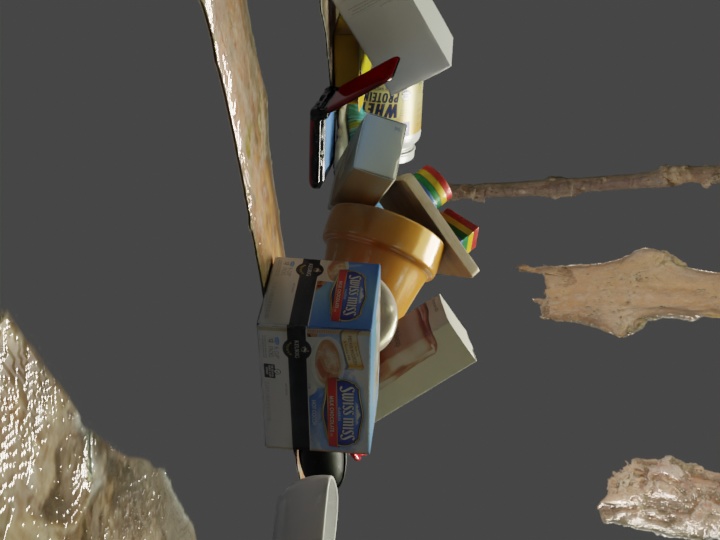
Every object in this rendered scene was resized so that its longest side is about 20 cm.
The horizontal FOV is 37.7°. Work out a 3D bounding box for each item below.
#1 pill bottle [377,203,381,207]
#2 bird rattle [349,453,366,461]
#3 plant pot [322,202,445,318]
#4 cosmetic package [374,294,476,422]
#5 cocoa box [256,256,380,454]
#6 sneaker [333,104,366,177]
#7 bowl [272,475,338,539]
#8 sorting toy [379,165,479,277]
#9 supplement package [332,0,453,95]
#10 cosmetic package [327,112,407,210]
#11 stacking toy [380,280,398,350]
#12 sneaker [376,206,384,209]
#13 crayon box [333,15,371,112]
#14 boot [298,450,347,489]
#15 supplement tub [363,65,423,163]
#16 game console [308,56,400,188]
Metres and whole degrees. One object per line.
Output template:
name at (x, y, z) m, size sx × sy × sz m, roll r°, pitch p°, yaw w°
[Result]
pill bottle at (0.032, -0.130, 2.221) m, size 0.109 × 0.109 × 0.200 m, roll -72°, pitch 165°, yaw -73°
bird rattle at (-0.034, 0.272, 2.024) m, size 0.163 × 0.113 × 0.200 m, roll 49°, pitch 57°, yaw -67°
plant pot at (0.016, 0.014, 1.728) m, size 0.200 × 0.200 × 0.183 m, roll 78°, pitch 31°, yaw -74°
cosmetic package at (0.067, 0.137, 1.627) m, size 0.087 × 0.200 × 0.103 m, roll 54°, pitch 9°, yaw -22°
cocoa box at (-0.044, 0.103, 1.260) m, size 0.133 × 0.131 × 0.200 m, roll -81°, pitch 173°, yaw -53°
sneaker at (-0.002, -0.244, 1.878) m, size 0.078 × 0.080 × 0.200 m, roll 77°, pitch 16°, yaw -75°
bowl at (-0.077, 0.383, 1.443) m, size 0.200 × 0.075 × 0.200 m, roll 80°, pitch 14°, yaw -69°
sorting toy at (0.123, -0.091, 1.806) m, size 0.200 × 0.070 × 0.199 m, roll 54°, pitch -12°, yaw -12°
supplement package at (0.053, -0.408, 1.699) m, size 0.200 × 0.117 × 0.117 m, roll 55°, pitch 23°, yaw -27°
cosmetic package at (0.008, -0.166, 1.723) m, size 0.200 × 0.071 × 0.105 m, roll 129°, pitch -24°, yaw -68°
stacking toy at (-0.035, 0.095, 1.597) m, size 0.200 × 0.146 × 0.146 m, roll 118°, pitch -19°, yaw -60°
sneaker at (0.000, 0.000, 1.893) m, size 0.147 × 0.080 × 0.200 m, roll -77°, pitch -171°, yaw -56°
crayon box at (-0.014, -0.370, 1.807) m, size 0.200 × 0.051 × 0.127 m, roll -81°, pitch 173°, yaw -57°
boot at (-0.061, 0.224, 1.538) m, size 0.162 × 0.073 × 0.199 m, roll 83°, pitch 4°, yaw -79°
supplement tub at (0.048, -0.317, 2.037) m, size 0.144 × 0.144 × 0.200 m, roll -77°, pitch 169°, yaw -64°
game console at (-0.007, -0.224, 1.576) m, size 0.200 × 0.119 × 0.173 m, roll -73°, pitch 166°, yaw -70°
